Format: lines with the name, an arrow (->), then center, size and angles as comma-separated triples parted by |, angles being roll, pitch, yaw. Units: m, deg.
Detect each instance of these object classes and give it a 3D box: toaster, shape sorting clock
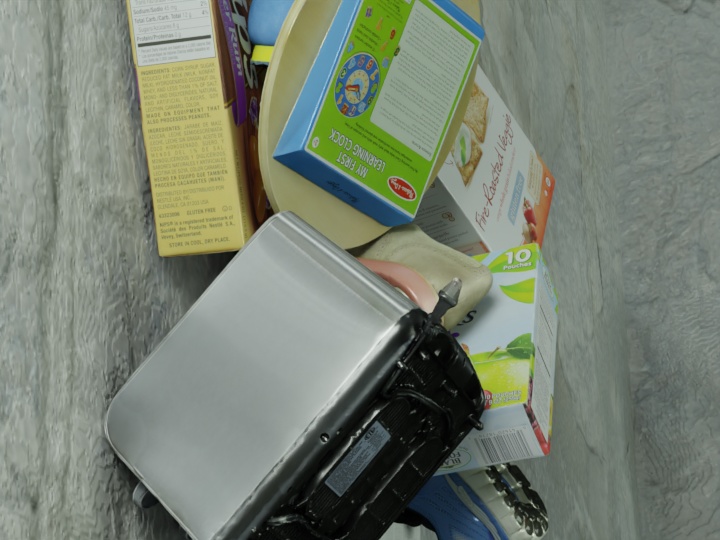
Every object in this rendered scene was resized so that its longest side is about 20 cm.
toaster -> -0.028, 0.079, 1.302 | 0.200, 0.119, 0.181 | -50, 157, -4
shape sorting clock -> 0.006, -0.108, 1.380 | 0.200, 0.039, 0.201 | -30, 128, -47

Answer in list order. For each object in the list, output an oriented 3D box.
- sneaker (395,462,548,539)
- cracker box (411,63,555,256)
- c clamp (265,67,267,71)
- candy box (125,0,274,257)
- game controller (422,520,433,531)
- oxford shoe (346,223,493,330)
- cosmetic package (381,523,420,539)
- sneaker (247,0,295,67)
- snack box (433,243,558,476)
sneaker -> 0.036, 0.118, 1.539 | 0.078, 0.089, 0.200 | 26, 26, -53
cracker box -> 0.057, -0.081, 1.617 | 0.200, 0.057, 0.134 | 52, 35, -31
c clamp -> -0.011, -0.063, 1.526 | 0.171, 0.027, 0.200 | 46, -9, 5
candy box -> -0.092, -0.114, 1.390 | 0.117, 0.056, 0.201 | -29, 113, -78
game controller -> 0.054, 0.089, 1.683 | 0.105, 0.042, 0.201 | -91, 177, -55
oxford shoe -> 0.000, 0.000, 1.468 | 0.074, 0.200, 0.071 | -25, 123, -32
cosmetic package -> 0.005, 0.136, 1.700 | 0.151, 0.051, 0.201 | 52, 34, -64
sneaker -> -0.021, -0.159, 1.454 | 0.200, 0.066, 0.079 | -12, 106, -78
snack box -> 0.020, 0.065, 1.465 | 0.143, 0.199, 0.053 | -81, 153, -48
